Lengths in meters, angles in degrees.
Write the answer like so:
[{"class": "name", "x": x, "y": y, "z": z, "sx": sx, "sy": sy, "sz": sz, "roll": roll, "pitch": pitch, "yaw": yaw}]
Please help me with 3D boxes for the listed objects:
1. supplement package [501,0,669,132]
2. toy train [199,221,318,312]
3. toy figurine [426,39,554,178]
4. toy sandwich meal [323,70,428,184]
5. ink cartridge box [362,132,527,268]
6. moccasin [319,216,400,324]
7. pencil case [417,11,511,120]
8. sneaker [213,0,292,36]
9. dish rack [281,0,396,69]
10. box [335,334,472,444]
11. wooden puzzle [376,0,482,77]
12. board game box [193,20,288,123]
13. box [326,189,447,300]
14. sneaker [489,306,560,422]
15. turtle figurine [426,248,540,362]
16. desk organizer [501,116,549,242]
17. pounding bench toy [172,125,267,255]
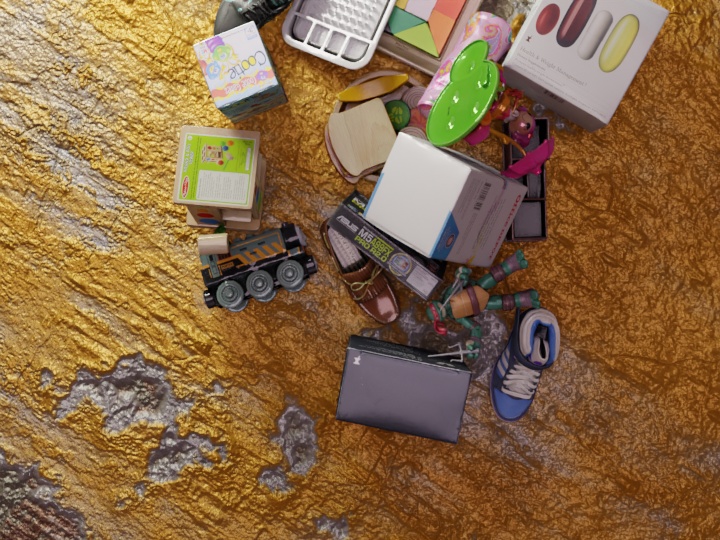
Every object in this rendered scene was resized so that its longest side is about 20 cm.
[{"class": "supplement package", "x": 0.351, "y": -0.361, "z": 1.705, "sx": 0.190, "sy": 0.147, "sz": 0.201, "roll": 29, "pitch": 92, "yaw": -1}, {"class": "toy train", "x": -0.173, "y": -0.006, "z": 1.753, "sx": 0.198, "sy": 0.085, "sz": 0.115, "roll": -19, "pitch": 82, "yaw": 1}, {"class": "toy figurine", "x": 0.220, "y": -0.230, "z": 1.643, "sx": 0.183, "sy": 0.150, "sz": 0.202, "roll": 32, "pitch": 51, "yaw": -29}, {"class": "toy sandwich meal", "x": 0.036, "y": -0.237, "z": 1.748, "sx": 0.203, "sy": 0.070, "sz": 0.208, "roll": 0, "pitch": 92, "yaw": 0}, {"class": "ink cartridge box", "x": 0.135, "y": -0.106, "z": 1.657, "sx": 0.145, "sy": 0.199, "sz": 0.148, "roll": 32, "pitch": 103, "yaw": 32}, {"class": "moccasin", "x": 0.001, "y": -0.001, "z": 1.751, "sx": 0.073, "sy": 0.078, "sz": 0.203, "roll": -27, "pitch": 91, "yaw": 1}, {"class": "pencil case", "x": 0.170, "y": -0.319, "z": 1.720, "sx": 0.087, "sy": 0.087, "sz": 0.201, "roll": 30, "pitch": 79, "yaw": -1}, {"class": "sneaker", "x": -0.163, "y": -0.438, "z": 1.723, "sx": 0.200, "sy": 0.079, "sz": 0.075, "roll": -46, "pitch": 123, "yaw": 9}, {"class": "dish rack", "x": -0.021, "y": -0.436, "z": 1.738, "sx": 0.170, "sy": 0.043, "sz": 0.202, "roll": 25, "pitch": 92, "yaw": 21}, {"class": "box", "x": 0.065, "y": 0.185, "z": 1.695, "sx": 0.194, "sy": 0.200, "sz": 0.119, "roll": 11, "pitch": 92, "yaw": 0}, {"class": "wooden puzzle", "x": 0.100, "y": -0.443, "z": 1.759, "sx": 0.184, "sy": 0.037, "sz": 0.202, "roll": 25, "pitch": 91, "yaw": 0}, {"class": "board game box", "x": -0.186, "y": -0.310, "z": 1.682, "sx": 0.104, "sy": 0.200, "sz": 0.104, "roll": -21, "pitch": 92, "yaw": 0}, {"class": "box", "x": 0.047, "y": -0.044, "z": 1.707, "sx": 0.199, "sy": 0.160, "sz": 0.044, "roll": 38, "pitch": 105, "yaw": 0}, {"class": "sneaker", "x": 0.266, "y": 0.156, "z": 1.720, "sx": 0.080, "sy": 0.146, "sz": 0.202, "roll": 17, "pitch": 91, "yaw": 0}, {"class": "turtle figurine", "x": 0.177, "y": 0.048, "z": 1.674, "sx": 0.198, "sy": 0.101, "sz": 0.151, "roll": -23, "pitch": 118, "yaw": -6}, {"class": "desk organizer", "x": 0.274, "y": -0.149, "z": 1.746, "sx": 0.071, "sy": 0.077, "sz": 0.203, "roll": -2, "pitch": 92, "yaw": 0}, {"class": "pounding bench toy", "x": -0.224, "y": -0.105, "z": 1.695, "sx": 0.123, "sy": 0.156, "sz": 0.202, "roll": 4, "pitch": 77, "yaw": 1}]
